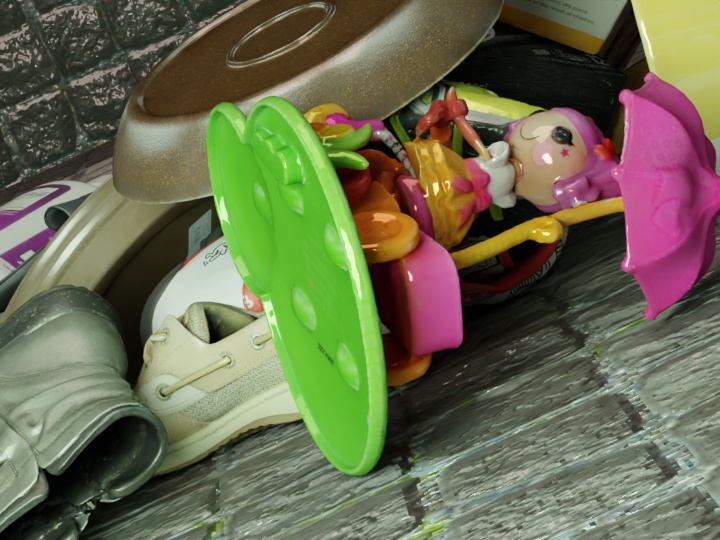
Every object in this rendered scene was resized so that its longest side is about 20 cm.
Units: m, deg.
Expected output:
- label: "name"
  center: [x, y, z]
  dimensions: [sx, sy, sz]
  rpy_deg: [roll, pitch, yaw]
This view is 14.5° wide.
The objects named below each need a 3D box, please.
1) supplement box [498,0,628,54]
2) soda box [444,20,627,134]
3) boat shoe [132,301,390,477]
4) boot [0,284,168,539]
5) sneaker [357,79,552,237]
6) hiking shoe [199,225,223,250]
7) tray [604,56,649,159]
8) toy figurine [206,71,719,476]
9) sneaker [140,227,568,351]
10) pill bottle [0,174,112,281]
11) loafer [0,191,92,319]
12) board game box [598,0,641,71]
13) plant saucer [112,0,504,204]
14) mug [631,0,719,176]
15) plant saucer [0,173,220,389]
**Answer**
- label: "supplement box"
  center: [0.133, -0.232, 1.471]
  dimensions: [0.126, 0.073, 0.200]
  rpy_deg: [-86, 18, -49]
- label: "soda box"
  center: [0.038, -0.095, 1.465]
  dimensions: [0.199, 0.071, 0.063]
  rpy_deg: [5, 24, -37]
- label: "boat shoe"
  center: [-0.063, 0.043, 1.275]
  dimensions: [0.199, 0.065, 0.072]
  rpy_deg: [-20, 9, 31]
- label: "boot"
  center: [-0.173, 0.098, 1.227]
  dimensions: [0.200, 0.068, 0.131]
  rpy_deg: [-41, 28, 10]
- label: "sneaker"
  center: [0.026, -0.066, 1.276]
  dimensions: [0.199, 0.076, 0.076]
  rpy_deg: [7, 46, 38]
- label: "hiking shoe"
  center: [-0.007, -0.014, 1.429]
  dimensions: [0.100, 0.076, 0.200]
  rpy_deg: [-23, 7, 35]
- label: "tray"
  center: [0.195, -0.112, 1.598]
  dimensions: [0.098, 0.037, 0.200]
  rpy_deg: [-17, 11, 44]
- label: "toy figurine"
  center: [0.053, -0.024, 1.141]
  dimensions: [0.183, 0.151, 0.200]
  rpy_deg: [-14, 28, -16]
- label: "sneaker"
  center: [0.000, -0.001, 1.321]
  dimensions: [0.200, 0.068, 0.108]
  rpy_deg: [-19, 5, -21]
- label: "pill bottle"
  center: [-0.184, 0.013, 1.641]
  dimensions: [0.112, 0.113, 0.200]
  rpy_deg: [-19, 10, 33]
- label: "loafer"
  center: [-0.137, -0.013, 1.520]
  dimensions: [0.201, 0.071, 0.068]
  rpy_deg: [-48, 33, -19]
- label: "board game box"
  center: [0.150, -0.157, 1.630]
  dimensions: [0.201, 0.035, 0.126]
  rpy_deg: [-61, -10, 26]
- label: "plant saucer"
  center: [-0.031, -0.096, 1.290]
  dimensions: [0.199, 0.032, 0.200]
  rpy_deg: [-25, 21, 10]
- label: "mug"
  center: [0.204, -0.122, 1.301]
  dimensions: [0.152, 0.150, 0.187]
  rpy_deg: [-14, 3, 8]
- label: "plant saucer"
  center: [-0.112, 0.007, 1.440]
  dimensions: [0.200, 0.029, 0.200]
  rpy_deg: [-44, -19, -20]
